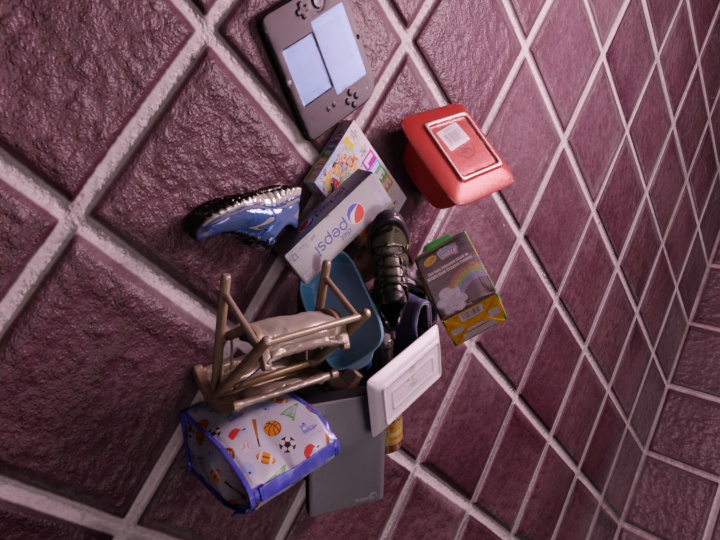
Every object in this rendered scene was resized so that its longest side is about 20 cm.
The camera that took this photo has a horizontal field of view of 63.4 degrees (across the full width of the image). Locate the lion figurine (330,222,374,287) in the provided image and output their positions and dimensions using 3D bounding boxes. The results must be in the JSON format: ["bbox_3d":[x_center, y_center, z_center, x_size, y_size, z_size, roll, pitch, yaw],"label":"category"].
[{"bbox_3d":[0.000,0.000,1.026,0.199,0.073,0.123,-43,117,2],"label":"lion figurine"}]

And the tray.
[{"bbox_3d":[0.083,0.184,0.977,0.198,0.022,0.111,-32,123,-41],"label":"tray"}]

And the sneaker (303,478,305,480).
[{"bbox_3d":[-0.067,0.365,1.045,0.088,0.067,0.205,-9,132,-29],"label":"sneaker"}]

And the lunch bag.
[{"bbox_3d":[-0.149,0.265,0.867,0.167,0.196,0.129,-20,113,-40],"label":"lunch bag"}]

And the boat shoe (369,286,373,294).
[{"bbox_3d":[0.029,0.134,1.108,0.064,0.072,0.208,-22,114,-45],"label":"boat shoe"}]

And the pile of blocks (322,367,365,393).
[{"bbox_3d":[-0.038,0.225,1.037,0.081,0.062,0.204,-24,144,-40],"label":"pile of blocks"}]

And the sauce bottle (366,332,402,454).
[{"bbox_3d":[0.040,0.213,1.010,0.065,0.065,0.208,-19,113,-40],"label":"sauce bottle"}]

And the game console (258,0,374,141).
[{"bbox_3d":[-0.062,-0.342,0.943,0.177,0.030,0.204,-44,126,-30],"label":"game console"}]

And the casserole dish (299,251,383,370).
[{"bbox_3d":[-0.028,0.066,0.972,0.038,0.119,0.205,12,49,-60],"label":"casserole dish"}]

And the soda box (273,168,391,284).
[{"bbox_3d":[-0.045,-0.075,0.950,0.200,0.068,0.064,-44,117,-10],"label":"soda box"}]

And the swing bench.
[{"bbox_3d":[-0.119,0.110,0.863,0.195,0.130,0.204,-11,138,-43],"label":"swing bench"}]

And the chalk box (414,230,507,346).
[{"bbox_3d":[0.193,0.020,1.175,0.121,0.204,0.124,-26,143,9],"label":"chalk box"}]

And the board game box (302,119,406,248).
[{"bbox_3d":[-0.004,-0.144,1.041,0.200,0.034,0.137,47,66,-40],"label":"board game box"}]

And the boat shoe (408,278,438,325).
[{"bbox_3d":[0.114,0.068,1.182,0.200,0.067,0.073,44,69,-41],"label":"boat shoe"}]

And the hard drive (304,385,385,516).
[{"bbox_3d":[-0.025,0.298,0.967,0.135,0.033,0.208,-5,108,-21],"label":"hard drive"}]

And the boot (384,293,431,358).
[{"bbox_3d":[0.080,0.142,1.053,0.071,0.089,0.208,-8,107,-35],"label":"boot"}]

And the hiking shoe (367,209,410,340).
[{"bbox_3d":[0.055,0.006,0.949,0.073,0.101,0.207,-8,118,-10],"label":"hiking shoe"}]

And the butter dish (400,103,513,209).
[{"bbox_3d":[0.163,-0.197,1.131,0.196,0.148,0.203,-24,76,-36],"label":"butter dish"}]

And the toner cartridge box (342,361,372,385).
[{"bbox_3d":[0.001,0.201,1.079,0.042,0.093,0.207,-25,115,-35],"label":"toner cartridge box"}]

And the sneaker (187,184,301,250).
[{"bbox_3d":[-0.163,-0.069,0.868,0.196,0.077,0.093,-19,110,-41],"label":"sneaker"}]
